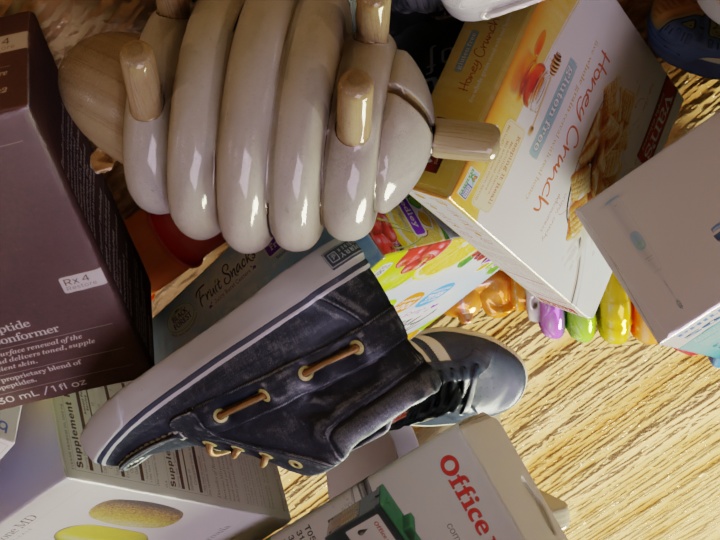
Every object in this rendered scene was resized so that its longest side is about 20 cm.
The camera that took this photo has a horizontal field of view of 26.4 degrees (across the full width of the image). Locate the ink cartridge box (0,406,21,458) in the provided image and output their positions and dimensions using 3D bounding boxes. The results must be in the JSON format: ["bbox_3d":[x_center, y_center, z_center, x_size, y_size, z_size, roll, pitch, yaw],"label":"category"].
[{"bbox_3d":[-0.297,0.067,0.843,0.200,0.044,0.094,26,132,-25],"label":"ink cartridge box"}]

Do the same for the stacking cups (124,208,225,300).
[{"bbox_3d":[-0.149,0.012,0.874,0.200,0.061,0.060,-31,147,22],"label":"stacking cups"}]

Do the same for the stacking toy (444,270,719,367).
[{"bbox_3d":[0.145,0.008,1.006,0.200,0.116,0.110,-7,152,4],"label":"stacking toy"}]

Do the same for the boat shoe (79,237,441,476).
[{"bbox_3d":[-0.055,0.071,0.758,0.200,0.091,0.071,-36,176,33],"label":"boat shoe"}]

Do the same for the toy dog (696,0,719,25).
[{"bbox_3d":[0.242,-0.161,0.754,0.200,0.132,0.096,-18,121,16],"label":"toy dog"}]

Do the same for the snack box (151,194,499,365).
[{"bbox_3d":[0.000,0.000,0.869,0.169,0.068,0.200,-40,164,32],"label":"snack box"}]

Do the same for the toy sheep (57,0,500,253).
[{"bbox_3d":[-0.037,-0.070,0.685,0.200,0.138,0.138,12,149,5],"label":"toy sheep"}]

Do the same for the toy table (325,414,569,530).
[{"bbox_3d":[0.056,0.167,1.144,0.117,0.184,0.200,-13,118,-28],"label":"toy table"}]

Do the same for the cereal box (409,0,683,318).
[{"bbox_3d":[0.102,-0.071,0.807,0.200,0.039,0.144,33,79,-56],"label":"cereal box"}]

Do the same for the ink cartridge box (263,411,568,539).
[{"bbox_3d":[0.031,0.205,1.015,0.200,0.146,0.084,-34,169,16],"label":"ink cartridge box"}]

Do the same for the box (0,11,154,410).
[{"bbox_3d":[-0.174,-0.022,0.753,0.100,0.075,0.200,-13,136,3],"label":"box"}]

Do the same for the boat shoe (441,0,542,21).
[{"bbox_3d":[0.120,-0.172,0.692,0.200,0.072,0.069,-32,155,-5],"label":"boat shoe"}]

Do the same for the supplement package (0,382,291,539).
[{"bbox_3d":[-0.162,0.128,1.010,0.114,0.110,0.200,-36,145,27],"label":"supplement package"}]

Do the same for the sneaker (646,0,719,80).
[{"bbox_3d":[0.239,-0.116,0.860,0.200,0.075,0.088,-2,147,-24],"label":"sneaker"}]

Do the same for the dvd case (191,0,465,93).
[{"bbox_3d":[-0.005,-0.122,0.771,0.150,0.025,0.200,-18,149,2],"label":"dvd case"}]

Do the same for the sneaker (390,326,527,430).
[{"bbox_3d":[0.027,0.080,1.018,0.200,0.085,0.075,3,107,-19],"label":"sneaker"}]

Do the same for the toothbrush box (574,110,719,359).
[{"bbox_3d":[0.219,-0.027,0.827,0.146,0.085,0.200,-36,163,17],"label":"toothbrush box"}]
